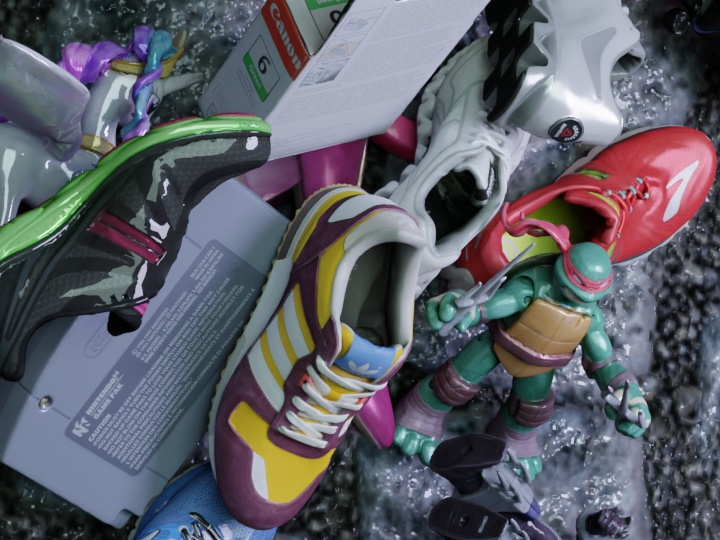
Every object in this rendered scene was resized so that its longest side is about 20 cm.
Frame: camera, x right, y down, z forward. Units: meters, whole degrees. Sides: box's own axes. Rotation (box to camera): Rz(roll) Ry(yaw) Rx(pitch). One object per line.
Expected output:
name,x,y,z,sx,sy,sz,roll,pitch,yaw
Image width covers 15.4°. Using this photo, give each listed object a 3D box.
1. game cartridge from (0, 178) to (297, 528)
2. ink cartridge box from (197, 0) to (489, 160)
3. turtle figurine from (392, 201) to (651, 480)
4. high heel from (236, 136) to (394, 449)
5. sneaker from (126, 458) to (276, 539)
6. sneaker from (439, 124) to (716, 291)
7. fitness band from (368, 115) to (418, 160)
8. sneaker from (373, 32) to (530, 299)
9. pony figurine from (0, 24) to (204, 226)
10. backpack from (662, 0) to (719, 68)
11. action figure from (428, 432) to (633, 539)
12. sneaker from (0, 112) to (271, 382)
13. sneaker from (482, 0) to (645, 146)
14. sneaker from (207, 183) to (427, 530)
game cartridge,-0.116,0.038,1.475,0.200,0.040,0.133,-52,139,-1
ink cartridge box,-0.004,-0.130,1.460,0.109,0.200,0.051,-15,71,-30
turtle figurine,0.101,0.045,1.533,0.149,0.200,0.101,27,47,-7
high heel,0.000,0.000,1.565,0.096,0.067,0.201,-24,80,-8
sneaker,-0.107,0.182,1.491,0.079,0.089,0.200,46,68,-11
sneaker,0.144,-0.030,1.618,0.200,0.085,0.077,-28,95,-22
fitness band,0.070,-0.153,1.629,0.200,0.037,0.144,-35,97,-20
sneaker,0.064,-0.065,1.550,0.075,0.081,0.200,39,58,-15
pony figurine,-0.189,-0.062,1.468,0.193,0.166,0.201,19,87,-33
backpack,0.326,-0.175,1.657,0.191,0.200,0.154,-51,124,-27
action figure,0.109,0.181,1.562,0.200,0.069,0.131,49,47,-40
sneaker,-0.126,-0.014,1.392,0.200,0.077,0.084,-35,90,-4
sneaker,0.124,-0.150,1.569,0.088,0.074,0.201,20,52,-18
sneaker,-0.023,0.055,1.457,0.075,0.090,0.201,12,99,-30
